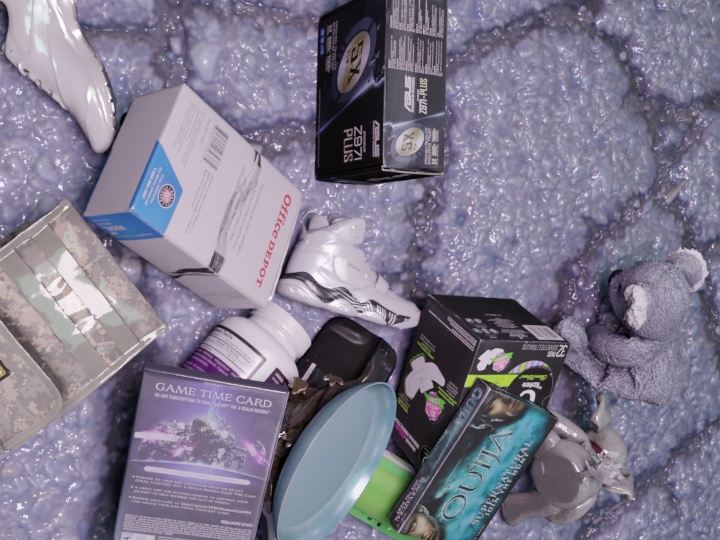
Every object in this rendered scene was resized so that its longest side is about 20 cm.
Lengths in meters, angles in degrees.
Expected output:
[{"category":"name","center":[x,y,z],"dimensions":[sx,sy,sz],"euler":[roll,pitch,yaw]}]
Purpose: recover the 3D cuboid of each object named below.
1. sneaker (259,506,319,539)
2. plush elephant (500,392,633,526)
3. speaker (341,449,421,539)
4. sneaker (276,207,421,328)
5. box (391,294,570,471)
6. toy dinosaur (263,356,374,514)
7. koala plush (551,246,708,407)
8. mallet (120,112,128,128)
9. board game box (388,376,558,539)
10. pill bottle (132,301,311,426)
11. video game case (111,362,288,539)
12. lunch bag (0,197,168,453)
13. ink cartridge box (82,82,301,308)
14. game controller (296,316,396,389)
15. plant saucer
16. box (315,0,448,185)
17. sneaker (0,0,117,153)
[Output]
[{"category":"sneaker","center":[-0.090,0.254,0.970],"dimensions":[0.074,0.085,0.203],"euler":[8,63,-18]},{"category":"plush elephant","center":[0.303,0.261,1.155],"dimensions":[0.154,0.198,0.168],"euler":[-7,88,-48]},{"category":"speaker","center":[0.033,0.275,1.029],"dimensions":[0.199,0.088,0.089],"euler":[37,73,-26]},{"category":"sneaker","center":[0.000,0.000,1.007],"dimensions":[0.197,0.075,0.117],"euler":[17,85,-27]},{"category":"box","center":[0.143,0.149,1.033],"dimensions":[0.146,0.124,0.203],"euler":[5,112,-30]},{"category":"toy dinosaur","center":[-0.064,0.157,0.889],"dimensions":[0.076,0.103,0.201],"euler":[33,61,10]},{"category":"koala plush","center":[0.392,0.065,1.138],"dimensions":[0.176,0.184,0.202],"euler":[-23,143,-30]},{"category":"mallet","center":[-0.200,-0.084,0.913],"dimensions":[0.065,0.041,0.203],"euler":[-28,110,-29]},{"category":"board game box","center":[0.134,0.234,0.975],"dimensions":[0.134,0.028,0.202],"euler":[25,99,-36]},{"category":"pill bottle","center":[-0.145,0.131,0.903],"dimensions":[0.200,0.112,0.113],"euler":[-49,113,-20]},{"category":"video game case","center":[-0.160,0.196,0.817],"dimensions":[0.140,0.019,0.203],"euler":[11,106,-12]},{"category":"lunch bag","center":[-0.318,0.055,0.796],"dimensions":[0.199,0.117,0.165],"euler":[-40,105,-20]},{"category":"ink cartridge box","center":[-0.164,-0.068,0.856],"dimensions":[0.200,0.083,0.147],"euler":[42,56,-43]},{"category":"game controller","center":[-0.037,0.146,0.977],"dimensions":[0.103,0.042,0.201],"euler":[28,57,11]},{"category":"plant saucer","center":[-0.030,0.203,0.876],"dimensions":[0.200,0.027,0.202],"euler":[-42,146,-36]},{"category":"box","center":[0.021,-0.207,0.964],"dimensions":[0.085,0.163,0.204],"euler":[1,91,-30]},{"category":"sneaker","center":[-0.306,-0.209,0.833],"dimensions":[0.086,0.074,0.203],"euler":[-26,98,-15]}]
